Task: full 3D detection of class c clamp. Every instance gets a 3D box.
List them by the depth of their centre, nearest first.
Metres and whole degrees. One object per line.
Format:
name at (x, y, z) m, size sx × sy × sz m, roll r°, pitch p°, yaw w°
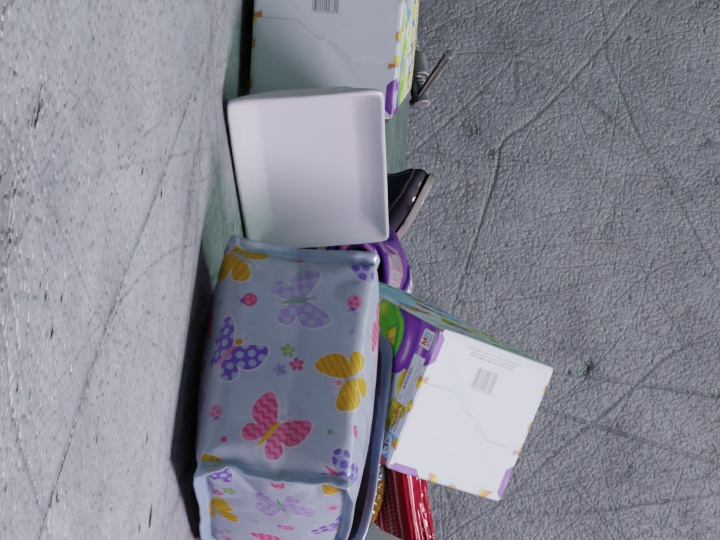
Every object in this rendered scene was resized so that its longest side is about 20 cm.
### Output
c clamp at (0.027, -0.209, 1.596) m, size 0.171 × 0.027 × 0.202 m, roll 126°, pitch -42°, yaw -52°

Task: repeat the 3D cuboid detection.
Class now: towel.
towel at (0.008, 0.146, 1.620) m, size 0.200 × 0.022 × 0.146 m, roll -147°, pitch -133°, yaw -62°

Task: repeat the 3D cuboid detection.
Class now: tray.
tray at (-0.035, -0.074, 1.353) m, size 0.200 × 0.106 × 0.022 m, roll 87°, pitch 0°, yaw -61°

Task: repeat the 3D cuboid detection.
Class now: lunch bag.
lunch bag at (-0.045, 0.096, 1.272) m, size 0.200 × 0.126 × 0.171 m, roll 101°, pitch -4°, yaw -63°

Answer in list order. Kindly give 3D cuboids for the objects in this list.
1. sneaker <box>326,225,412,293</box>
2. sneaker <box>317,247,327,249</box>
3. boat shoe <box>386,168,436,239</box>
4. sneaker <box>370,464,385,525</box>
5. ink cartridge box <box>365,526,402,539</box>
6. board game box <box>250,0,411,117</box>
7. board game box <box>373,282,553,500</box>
sneaker at (0.000, 0.000, 1.559) m, size 0.201 × 0.080 × 0.089 m, roll -75°, pitch 169°, yaw -59°
sneaker at (0.003, 0.049, 1.715) m, size 0.201 × 0.074 × 0.085 m, roll 59°, pitch -14°, yaw 12°
boat shoe at (0.002, -0.052, 1.715) m, size 0.073 × 0.063 × 0.200 m, roll -60°, pitch -168°, yaw -25°
sneaker at (-0.026, 0.200, 1.612) m, size 0.088 × 0.075 × 0.202 m, roll -112°, pitch -156°, yaw -57°
ink cartridge box at (-0.022, 0.299, 1.396) m, size 0.199 × 0.083 × 0.146 m, roll -29°, pitch 129°, yaw -44°
board game box at (-0.015, -0.178, 1.419) m, size 0.200 × 0.104 × 0.104 m, roll -63°, pitch 158°, yaw -77°
board game box at (0.029, 0.075, 1.389) m, size 0.200 × 0.104 × 0.104 m, roll 28°, pitch -83°, yaw 58°
